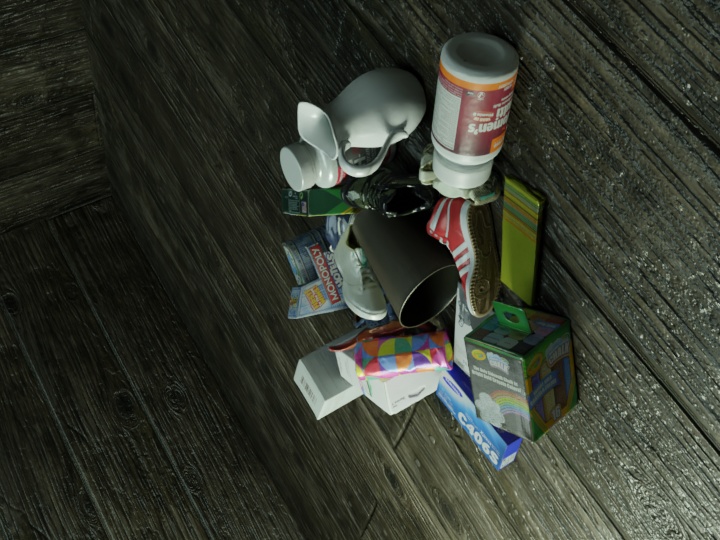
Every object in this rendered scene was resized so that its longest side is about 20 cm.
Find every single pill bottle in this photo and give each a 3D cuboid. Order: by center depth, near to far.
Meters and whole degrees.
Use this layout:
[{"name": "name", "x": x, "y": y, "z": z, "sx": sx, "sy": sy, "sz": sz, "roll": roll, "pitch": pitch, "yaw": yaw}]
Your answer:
[{"name": "pill bottle", "x": 0.158, "y": -0.224, "z": 1.180, "sx": 0.110, "sy": 0.108, "sz": 0.202, "roll": 47, "pitch": 150, "yaw": 34}, {"name": "pill bottle", "x": -0.042, "y": -0.216, "z": 1.488, "sx": 0.111, "sy": 0.197, "sz": 0.112, "roll": 45, "pitch": 149, "yaw": 37}]

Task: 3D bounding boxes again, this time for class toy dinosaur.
[{"name": "toy dinosaur", "x": 0.064, "y": 0.125, "z": 1.652, "sx": 0.105, "sy": 0.201, "sz": 0.180, "roll": 47, "pitch": 163, "yaw": -27}]

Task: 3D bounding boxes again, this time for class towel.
[{"name": "towel", "x": 0.248, "y": -0.045, "z": 1.273, "sx": 0.086, "sy": 0.018, "sz": 0.203, "roll": 48, "pitch": 152, "yaw": 46}]

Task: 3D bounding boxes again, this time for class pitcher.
[{"name": "pitcher", "x": 0.021, "y": -0.237, "z": 1.340, "sx": 0.172, "sy": 0.198, "sz": 0.122, "roll": 52, "pitch": 153, "yaw": 25}]

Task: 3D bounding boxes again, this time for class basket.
[{"name": "basket", "x": 0.079, "y": -0.029, "z": 1.502, "sx": 0.202, "sy": 0.134, "sz": 0.182, "roll": 57, "pitch": 155, "yaw": 26}]

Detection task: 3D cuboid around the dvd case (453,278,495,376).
[{"name": "dvd case", "x": 0.222, "y": 0.130, "z": 1.475, "sx": 0.150, "sy": 0.024, "sz": 0.203, "roll": 44, "pitch": 148, "yaw": 41}]

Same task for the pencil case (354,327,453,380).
[{"name": "pencil case", "x": 0.081, "y": 0.161, "z": 1.587, "sx": 0.196, "sy": 0.089, "sz": 0.090, "roll": -7, "pitch": 113, "yaw": 19}]

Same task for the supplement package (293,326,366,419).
[{"name": "supplement package", "x": -0.037, "y": 0.228, "z": 1.885, "sx": 0.118, "sy": 0.197, "sz": 0.118, "roll": 55, "pitch": 154, "yaw": 20}]

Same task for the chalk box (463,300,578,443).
[{"name": "chalk box", "x": 0.249, "y": 0.136, "z": 1.287, "sx": 0.123, "sy": 0.123, "sz": 0.204, "roll": 18, "pitch": 127, "yaw": 47}]

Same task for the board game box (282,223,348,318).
[{"name": "board game box", "x": -0.083, "y": 0.014, "z": 1.785, "sx": 0.061, "sy": 0.197, "sz": 0.203, "roll": -7, "pitch": 106, "yaw": 65}]

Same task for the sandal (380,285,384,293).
[{"name": "sandal", "x": 0.050, "y": 0.014, "z": 1.643, "sx": 0.200, "sy": 0.078, "sz": 0.088, "roll": 51, "pitch": 131, "yaw": 47}]

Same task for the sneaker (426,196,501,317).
[{"name": "sneaker", "x": 0.171, "y": -0.028, "z": 1.379, "sx": 0.112, "sy": 0.070, "sz": 0.204, "roll": 19, "pitch": 122, "yaw": 53}]

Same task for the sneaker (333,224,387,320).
[{"name": "sneaker", "x": 0.000, "y": 0.000, "z": 1.577, "sx": 0.089, "sy": 0.074, "sz": 0.202, "roll": 110, "pitch": 144, "yaw": -45}]

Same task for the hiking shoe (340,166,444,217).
[{"name": "hiking shoe", "x": 0.044, "y": -0.134, "z": 1.417, "sx": 0.196, "sy": 0.100, "sz": 0.077, "roll": 0, "pitch": 107, "yaw": 26}]

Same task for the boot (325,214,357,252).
[{"name": "boot", "x": -0.023, "y": -0.038, "z": 1.749, "sx": 0.089, "sy": 0.072, "sz": 0.204, "roll": 15, "pitch": 119, "yaw": 34}]

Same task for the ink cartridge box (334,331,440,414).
[{"name": "ink cartridge box", "x": 0.059, "y": 0.196, "z": 1.724, "sx": 0.199, "sy": 0.143, "sz": 0.085, "roll": 29, "pitch": 138, "yaw": 53}]

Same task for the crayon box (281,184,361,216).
[{"name": "crayon box", "x": -0.038, "y": -0.137, "z": 1.581, "sx": 0.126, "sy": 0.196, "sz": 0.052, "roll": 13, "pitch": 106, "yaw": 60}]

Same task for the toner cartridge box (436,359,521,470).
[{"name": "toner cartridge box", "x": 0.224, "y": 0.273, "z": 1.579, "sx": 0.201, "sy": 0.043, "sz": 0.096, "roll": 50, "pitch": 151, "yaw": 32}]

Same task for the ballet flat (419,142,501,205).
[{"name": "ballet flat", "x": 0.140, "y": -0.153, "z": 1.323, "sx": 0.199, "sy": 0.074, "sz": 0.069, "roll": 36, "pitch": 144, "yaw": 48}]
